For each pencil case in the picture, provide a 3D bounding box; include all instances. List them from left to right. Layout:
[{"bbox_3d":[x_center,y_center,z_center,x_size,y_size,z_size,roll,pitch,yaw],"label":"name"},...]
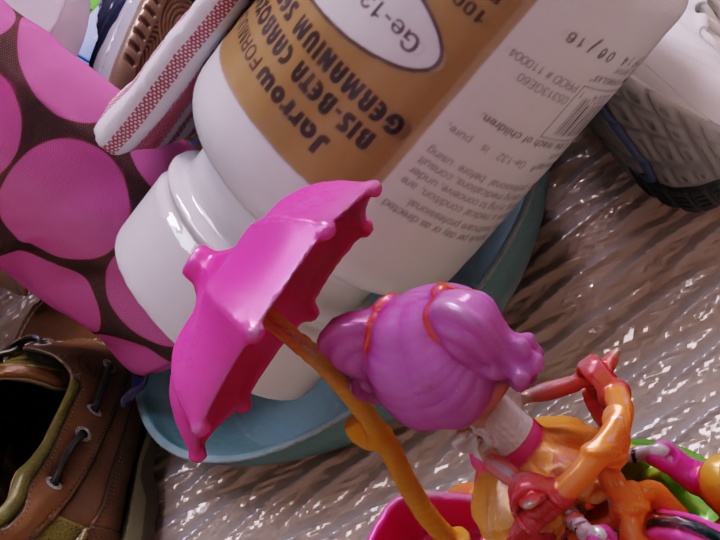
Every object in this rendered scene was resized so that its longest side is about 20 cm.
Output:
[{"bbox_3d":[-0.131,-0.042,1.060,0.091,0.200,0.094,-57,23,-20],"label":"pencil case"}]

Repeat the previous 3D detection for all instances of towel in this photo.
[{"bbox_3d":[-0.016,-0.116,1.060,0.147,0.030,0.200,-51,-10,25],"label":"towel"}]

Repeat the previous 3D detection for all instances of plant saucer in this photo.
[{"bbox_3d":[0.000,0.000,1.081,0.199,0.036,0.201,-31,33,23],"label":"plant saucer"}]

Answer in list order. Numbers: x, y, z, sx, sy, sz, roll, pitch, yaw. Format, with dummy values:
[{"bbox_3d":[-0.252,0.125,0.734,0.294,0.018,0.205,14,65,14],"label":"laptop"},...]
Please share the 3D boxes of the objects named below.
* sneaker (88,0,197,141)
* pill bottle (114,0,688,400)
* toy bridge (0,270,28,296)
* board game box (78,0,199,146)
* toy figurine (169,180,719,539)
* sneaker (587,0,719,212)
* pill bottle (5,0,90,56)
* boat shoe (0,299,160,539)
[{"bbox_3d":[-0.097,-0.122,1.252,0.108,0.070,0.201,-4,43,32],"label":"sneaker"},{"bbox_3d":[0.008,-0.056,0.972,0.200,0.114,0.115,-49,27,20],"label":"pill bottle"},{"bbox_3d":[-0.213,-0.033,1.220,0.199,0.067,0.027,25,64,20],"label":"toy bridge"},{"bbox_3d":[-0.078,-0.145,1.362,0.151,0.037,0.200,-46,30,-8],"label":"board game box"},{"bbox_3d":[0.028,0.055,0.843,0.199,0.184,0.151,-3,47,45],"label":"toy figurine"},{"bbox_3d":[0.108,-0.090,1.055,0.087,0.075,0.200,-34,32,-1],"label":"sneaker"},{"bbox_3d":[-0.178,-0.109,1.202,0.113,0.112,0.200,-49,10,-14],"label":"pill bottle"},{"bbox_3d":[-0.118,0.054,1.120,0.072,0.068,0.200,-36,29,14],"label":"boat shoe"}]
